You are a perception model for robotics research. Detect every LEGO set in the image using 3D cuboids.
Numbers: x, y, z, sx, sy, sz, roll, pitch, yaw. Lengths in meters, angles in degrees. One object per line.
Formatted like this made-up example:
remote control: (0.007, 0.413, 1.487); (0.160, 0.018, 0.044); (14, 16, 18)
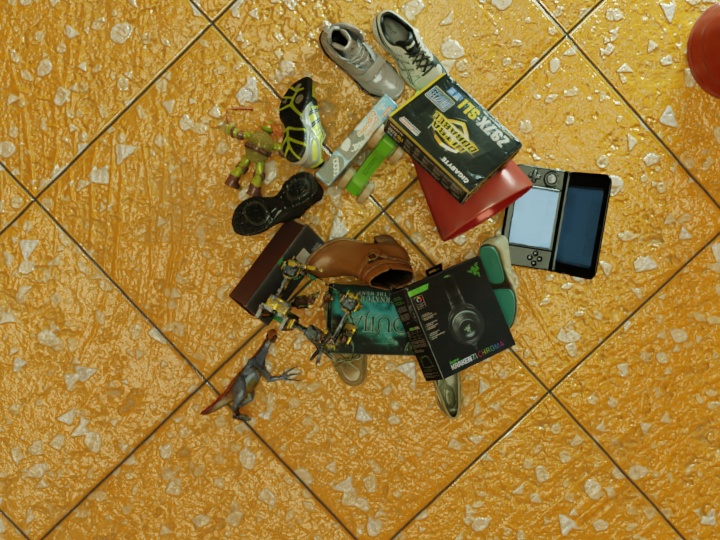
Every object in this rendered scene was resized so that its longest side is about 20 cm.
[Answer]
LEGO set: (-0.098, 0.067, 1.596); (0.199, 0.116, 0.154); (37, 93, 9)

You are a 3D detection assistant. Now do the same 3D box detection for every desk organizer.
desk organizer: (-0.163, 0.000, 1.701); (0.201, 0.077, 0.072); (-54, 127, -11)

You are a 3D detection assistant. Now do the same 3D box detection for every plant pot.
plant pot: (0.199, -0.181, 1.642); (0.199, 0.200, 0.178); (-31, 83, 2)
plant pot: (0.741, -0.427, 1.607); (0.199, 0.195, 0.203); (0, 95, 1)

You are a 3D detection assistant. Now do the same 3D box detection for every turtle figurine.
turtle figurine: (-0.192, -0.225, 1.691); (0.198, 0.064, 0.163); (22, 94, -2)

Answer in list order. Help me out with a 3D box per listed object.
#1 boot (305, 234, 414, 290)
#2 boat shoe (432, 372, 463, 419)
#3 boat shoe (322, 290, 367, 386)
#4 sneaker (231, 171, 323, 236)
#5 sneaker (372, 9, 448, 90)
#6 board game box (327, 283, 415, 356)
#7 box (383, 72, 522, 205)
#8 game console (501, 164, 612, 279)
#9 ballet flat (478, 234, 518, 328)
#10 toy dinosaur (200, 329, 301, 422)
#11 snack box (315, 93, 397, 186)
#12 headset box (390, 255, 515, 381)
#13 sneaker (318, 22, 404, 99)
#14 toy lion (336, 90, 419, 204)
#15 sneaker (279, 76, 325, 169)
boot: (0.000, 0.000, 1.652); (0.198, 0.156, 0.077); (-8, 119, -10)
boat shoe: (0.167, 0.194, 1.723); (0.072, 0.063, 0.203); (-8, 95, 1)
boat shoe: (-0.036, 0.138, 1.720); (0.073, 0.063, 0.202); (-17, 94, 1)
sneaker: (-0.157, -0.117, 1.684); (0.199, 0.091, 0.077); (-23, 74, 14)
sneaker: (0.096, -0.417, 1.664); (0.200, 0.088, 0.076); (44, 92, -5)
board game box: (0.032, 0.099, 1.694); (0.198, 0.028, 0.137); (3, 87, -20)
box: (0.165, -0.237, 1.537); (0.200, 0.049, 0.159); (45, 62, 10)
game console: (0.373, -0.098, 1.674); (0.174, 0.116, 0.202); (9, 94, -1)
ballet flat: (0.278, 0.021, 1.703); (0.069, 0.070, 0.202); (-11, 116, 1)
toy dinosaur: (-0.225, 0.203, 1.718); (0.198, 0.105, 0.183); (4, 74, 12)
snack box: (-0.007, -0.247, 1.663); (0.037, 0.116, 0.200); (41, 93, -3)
headset box: (0.175, 0.086, 1.667); (0.173, 0.093, 0.202); (-21, 88, -20)
sneaker: (0.001, -0.400, 1.651); (0.199, 0.115, 0.075); (38, 94, -3)
toy lion: (0.053, -0.247, 1.648); (0.068, 0.192, 0.200); (36, 134, -6)
sneaker: (-0.108, -0.282, 1.667); (0.075, 0.076, 0.202); (-18, 59, 34)
